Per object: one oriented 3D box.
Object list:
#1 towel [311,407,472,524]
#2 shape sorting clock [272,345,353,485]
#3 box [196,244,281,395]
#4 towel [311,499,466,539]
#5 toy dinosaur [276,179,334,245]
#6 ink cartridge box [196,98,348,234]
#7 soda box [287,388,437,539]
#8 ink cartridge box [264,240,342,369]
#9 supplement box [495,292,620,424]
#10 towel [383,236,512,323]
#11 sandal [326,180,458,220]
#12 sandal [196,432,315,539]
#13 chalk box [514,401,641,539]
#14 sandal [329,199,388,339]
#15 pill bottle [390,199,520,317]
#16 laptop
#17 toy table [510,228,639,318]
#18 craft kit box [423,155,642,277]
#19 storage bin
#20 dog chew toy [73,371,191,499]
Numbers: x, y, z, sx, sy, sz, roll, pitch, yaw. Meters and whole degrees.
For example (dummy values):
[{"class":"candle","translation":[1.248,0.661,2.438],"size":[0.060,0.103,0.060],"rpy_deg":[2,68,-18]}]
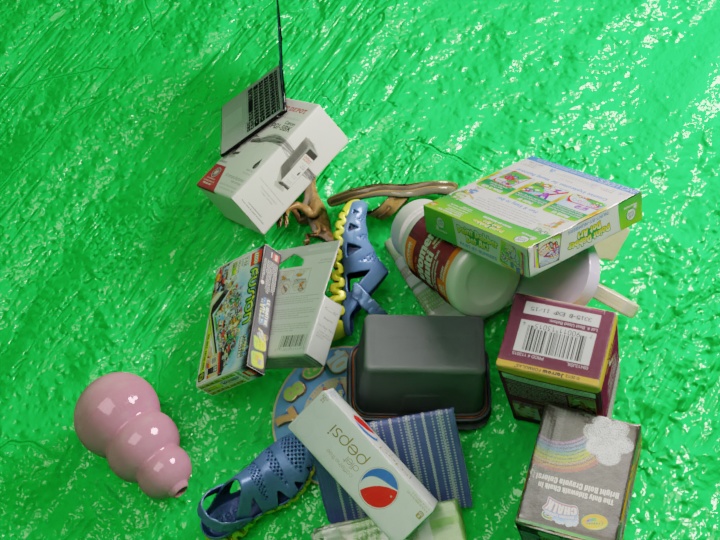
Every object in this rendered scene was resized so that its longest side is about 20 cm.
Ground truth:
[{"class":"towel","translation":[0.038,0.259,1.372],"size":[0.198,0.146,0.024],"rpy_deg":[-11,16,9]},{"class":"shape sorting clock","translation":[-0.030,0.199,1.462],"size":[0.198,0.039,0.202],"rpy_deg":[-6,62,12]},{"class":"box","translation":[-0.173,0.069,1.505],"size":[0.110,0.035,0.202],"rpy_deg":[-24,46,36]},{"class":"towel","translation":[0.044,0.384,1.340],"size":[0.198,0.031,0.151],"rpy_deg":[-13,69,7]},{"class":"toy dinosaur","translation":[-0.076,-0.096,1.627],"size":[0.105,0.061,0.202],"rpy_deg":[-6,62,-20]},{"class":"ink cartridge box","translation":[-0.137,-0.166,1.622],"size":[0.200,0.083,0.146],"rpy_deg":[-49,32,-12]},{"class":"soda box","translation":[0.004,0.242,1.313],"size":[0.068,0.064,0.200],"rpy_deg":[-44,81,5]},{"class":"ink cartridge box","translation":[-0.105,0.053,1.504],"size":[0.199,0.043,0.175],"rpy_deg":[-7,56,46]},{"class":"supplement box","translation":[0.255,0.124,1.329],"size":[0.130,0.200,0.104],"rpy_deg":[11,66,20]},{"class":"towel","translation":[0.138,-0.007,1.528],"size":[0.148,0.031,0.201],"rpy_deg":[-31,60,-3]},{"class":"sandal","translation":[0.048,-0.103,1.573],"size":[0.198,0.080,0.055],"rpy_deg":[-4,97,3]},{"class":"sandal","translation":[-0.142,0.292,1.406],"size":[0.200,0.087,0.080],"rpy_deg":[-43,60,-1]},{"class":"chalk box","translation":[0.264,0.286,1.290],"size":[0.123,0.124,0.202],"rpy_deg":[12,68,19]},{"class":"sandal","translation":[0.000,0.000,1.514],"size":[0.086,0.079,0.202],"rpy_deg":[3,89,7]},{"class":"pill bottle","translation":[0.122,-0.023,1.431],"size":[0.109,0.110,0.200],"rpy_deg":[-39,33,-6]},{"class":"laptop","translation":[-0.173,-0.313,1.657],"size":[0.199,0.116,0.188],"rpy_deg":[-33,30,14]},{"class":"toy table","translation":[0.274,0.006,1.397],"size":[0.185,0.116,0.200],"rpy_deg":[-56,35,18]},{"class":"craft kit box","translation":[0.216,-0.074,1.332],"size":[0.196,0.049,0.199],"rpy_deg":[-22,30,-28]},{"class":"storage bin","translation":[0.079,0.132,1.384],"size":[0.198,0.135,0.147],"rpy_deg":[1,60,1]},{"class":"dog chew toy","translation":[-0.312,0.238,1.476],"size":[0.124,0.125,0.200],"rpy_deg":[-42,68,-9]}]
